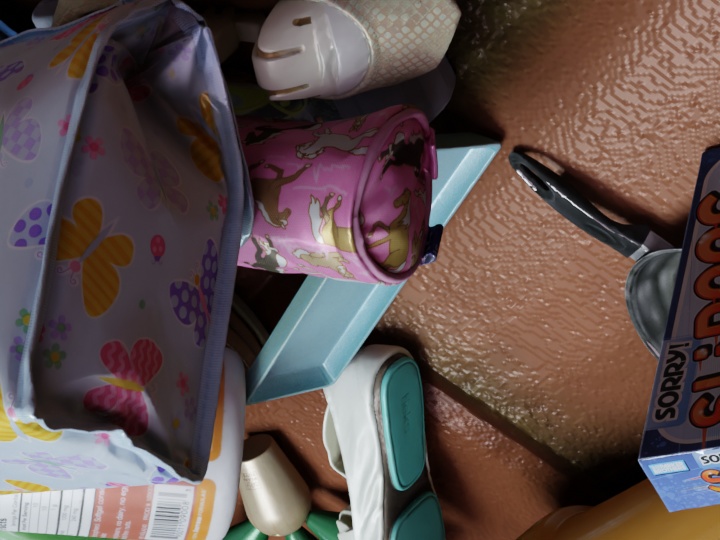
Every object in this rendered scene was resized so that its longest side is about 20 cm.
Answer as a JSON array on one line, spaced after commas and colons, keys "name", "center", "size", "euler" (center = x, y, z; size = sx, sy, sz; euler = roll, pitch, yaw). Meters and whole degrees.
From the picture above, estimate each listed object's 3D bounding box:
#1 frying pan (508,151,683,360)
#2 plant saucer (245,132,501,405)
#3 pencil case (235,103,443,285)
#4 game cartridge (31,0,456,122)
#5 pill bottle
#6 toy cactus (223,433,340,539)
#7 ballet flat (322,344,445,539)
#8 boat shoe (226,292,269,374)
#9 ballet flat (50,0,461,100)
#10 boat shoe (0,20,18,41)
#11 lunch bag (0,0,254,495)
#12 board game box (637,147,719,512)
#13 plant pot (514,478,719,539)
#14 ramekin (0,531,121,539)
[{"name": "frying pan", "center": [0.159, 0.011, 0.756], "size": [0.189, 0.031, 0.115], "euler": [32, 150, 23]}, {"name": "plant saucer", "center": [0.000, 0.000, 0.779], "size": [0.019, 0.069, 0.201], "euler": [54, 131, 26]}, {"name": "pencil case", "center": [-0.059, -0.041, 0.694], "size": [0.198, 0.084, 0.086], "euler": [5, 171, 31]}, {"name": "game cartridge", "center": [-0.058, -0.104, 0.739], "size": [0.198, 0.041, 0.134], "euler": [-11, 130, 31]}, {"name": "pill bottle", "center": [-0.168, 0.090, 0.809], "size": [0.198, 0.113, 0.113], "euler": [7, 138, -12]}, {"name": "toy cactus", "center": [-0.049, 0.191, 0.987], "size": [0.198, 0.102, 0.166], "euler": [-4, 120, 38]}, {"name": "ballet flat", "center": [0.012, 0.136, 0.898], "size": [0.069, 0.069, 0.202], "euler": [1, 111, 22]}, {"name": "boat shoe", "center": [-0.142, 0.019, 0.867], "size": [0.199, 0.068, 0.072], "euler": [37, 134, -14]}, {"name": "ballet flat", "center": [-0.053, -0.102, 0.668], "size": [0.198, 0.063, 0.068], "euler": [4, 133, 19]}, {"name": "boat shoe", "center": [-0.166, -0.051, 0.783], "size": [0.200, 0.069, 0.084], "euler": [50, 162, -8]}, {"name": "lunch bag", "center": [-0.139, -0.011, 0.623], "size": [0.168, 0.202, 0.127], "euler": [-10, 155, 34]}, {"name": "board game box", "center": [0.199, 0.006, 0.613], "size": [0.134, 0.201, 0.035], "euler": [-16, 124, 33]}, {"name": "plant pot", "center": [0.194, 0.191, 0.814], "size": [0.199, 0.201, 0.184], "euler": [35, 120, -11]}, {"name": "ramekin", "center": [-0.209, 0.116, 0.967], "size": [0.198, 0.098, 0.201], "euler": [12, 135, 12]}]
